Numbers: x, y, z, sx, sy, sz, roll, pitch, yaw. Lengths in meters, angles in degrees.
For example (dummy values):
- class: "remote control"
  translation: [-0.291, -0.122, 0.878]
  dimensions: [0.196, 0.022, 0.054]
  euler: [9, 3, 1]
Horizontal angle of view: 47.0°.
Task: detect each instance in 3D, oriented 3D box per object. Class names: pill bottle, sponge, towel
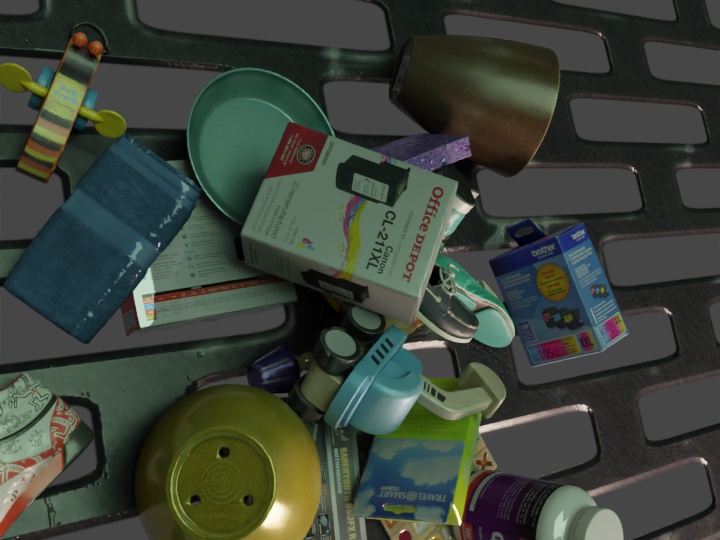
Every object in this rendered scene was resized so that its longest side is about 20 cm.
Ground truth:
- class: "pill bottle"
  translation: [0.214, 0.313, 1.012]
  dimensions: [0.111, 0.198, 0.115]
  euler: [3, 86, -38]
- class: "sponge"
  translation: [0.041, -0.141, 1.086]
  dimensions: [0.198, 0.111, 0.030]
  euler: [-25, 115, -35]
- class: "towel"
  translation: [-0.259, -0.033, 0.846]
  dimensions: [0.111, 0.049, 0.201]
  euler: [36, 79, 0]

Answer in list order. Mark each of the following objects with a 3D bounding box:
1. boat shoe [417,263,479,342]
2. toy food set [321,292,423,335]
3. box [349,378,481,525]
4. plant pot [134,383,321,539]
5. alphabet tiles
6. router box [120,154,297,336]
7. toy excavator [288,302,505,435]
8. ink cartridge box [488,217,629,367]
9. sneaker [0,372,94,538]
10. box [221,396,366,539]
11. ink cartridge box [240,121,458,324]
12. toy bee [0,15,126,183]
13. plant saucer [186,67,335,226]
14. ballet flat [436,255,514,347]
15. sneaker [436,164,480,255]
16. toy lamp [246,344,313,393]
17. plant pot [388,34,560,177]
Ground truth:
- class: "boat shoe"
  translation: [0.079, 0.015, 0.991]
  dimensions: [0.199, 0.062, 0.075]
  euler: [38, 20, -22]
- class: "toy food set"
  translation: [0.000, 0.000, 1.017]
  dimensions: [0.199, 0.049, 0.199]
  euler: [52, 28, 6]
- class: "box"
  translation: [0.071, 0.215, 0.969]
  dimensions: [0.202, 0.120, 0.048]
  euler: [-69, 145, -44]
- class: "plant pot"
  translation: [-0.131, 0.208, 0.812]
  dimensions: [0.196, 0.142, 0.204]
  euler: [1, 78, -7]
- class: "alphabet tiles"
  translation: [0.095, 0.269, 1.071]
  dimensions: [0.199, 0.006, 0.168]
  euler: [-32, 96, -35]
- class: "router box"
  translation: [-0.183, -0.033, 0.945]
  dimensions: [0.197, 0.049, 0.183]
  euler: [-8, 81, -35]
- class: "toy excavator"
  translation: [0.048, 0.129, 0.913]
  dimensions: [0.199, 0.101, 0.194]
  euler: [37, 35, 8]
- class: "ink cartridge box"
  translation: [0.273, 0.022, 1.179]
  dimensions: [0.076, 0.136, 0.203]
  euler: [-21, 88, -40]
- class: "sneaker"
  translation: [-0.352, 0.187, 0.763]
  dimensions: [0.108, 0.067, 0.202]
  euler: [49, 53, -11]
- class: "box"
  translation: [-0.075, 0.245, 0.940]
  dimensions: [0.156, 0.048, 0.204]
  euler: [1, 77, -34]
- class: "ink cartridge box"
  translation: [-0.009, -0.051, 0.889]
  dimensions: [0.197, 0.083, 0.148]
  euler: [19, 68, 4]
- class: "toy bee"
  translation: [-0.313, -0.200, 0.871]
  dimensions: [0.129, 0.108, 0.204]
  euler: [1, 76, -31]
- class: "plant saucer"
  translation: [-0.115, -0.135, 0.967]
  dimensions: [0.197, 0.036, 0.204]
  euler: [10, 72, -32]
- class: "ballet flat"
  translation: [0.149, 0.035, 1.121]
  dimensions: [0.199, 0.067, 0.071]
  euler: [36, 44, -41]
- class: "sneaker"
  translation: [0.100, -0.077, 1.128]
  dimensions: [0.084, 0.121, 0.200]
  euler: [43, 17, -2]
- class: "toy lamp"
  translation: [-0.044, 0.105, 0.996]
  dimensions: [0.198, 0.058, 0.059]
  euler: [-11, 83, -36]
- class: "plant pot"
  translation: [0.146, -0.250, 1.162]
  dimensions: [0.197, 0.187, 0.190]
  euler: [15, 68, -15]
